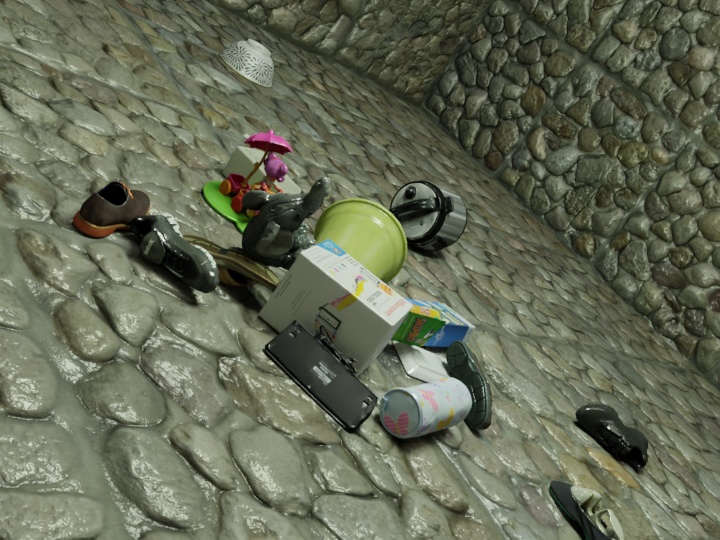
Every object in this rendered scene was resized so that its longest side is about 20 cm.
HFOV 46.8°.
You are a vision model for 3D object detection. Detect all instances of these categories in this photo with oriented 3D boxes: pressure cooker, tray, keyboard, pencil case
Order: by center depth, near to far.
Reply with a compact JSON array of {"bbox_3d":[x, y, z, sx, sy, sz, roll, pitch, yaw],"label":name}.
[{"bbox_3d":[-0.056,0.167,1.345,0.200,0.040,0.104,43,60,14],"label":"keyboard"},{"bbox_3d":[0.113,0.231,1.424,0.091,0.083,0.200,41,20,25],"label":"pencil case"},{"bbox_3d":[0.160,0.198,1.668,0.200,0.022,0.107,25,21,-29],"label":"tray"},{"bbox_3d":[0.174,-0.153,2.267,0.179,0.176,0.200,44,17,31],"label":"pressure cooker"}]

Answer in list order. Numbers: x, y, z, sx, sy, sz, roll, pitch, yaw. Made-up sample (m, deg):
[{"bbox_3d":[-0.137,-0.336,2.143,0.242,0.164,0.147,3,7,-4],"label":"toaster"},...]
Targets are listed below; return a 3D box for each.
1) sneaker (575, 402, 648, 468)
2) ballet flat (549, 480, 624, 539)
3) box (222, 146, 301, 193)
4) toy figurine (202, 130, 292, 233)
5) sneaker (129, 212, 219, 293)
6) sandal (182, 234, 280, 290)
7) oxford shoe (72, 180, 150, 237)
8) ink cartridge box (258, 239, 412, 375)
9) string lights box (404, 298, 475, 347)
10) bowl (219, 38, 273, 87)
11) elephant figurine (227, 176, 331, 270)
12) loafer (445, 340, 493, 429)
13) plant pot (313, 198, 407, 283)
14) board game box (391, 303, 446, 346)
[{"bbox_3d":[0.576,0.374,1.887,0.200,0.076,0.091,32,26,-6],"label":"sneaker"},{"bbox_3d":[0.412,0.435,1.475,0.073,0.073,0.200,21,24,-35],"label":"ballet flat"},{"bbox_3d":[-0.206,-0.184,1.851,0.200,0.078,0.095,46,22,26],"label":"box"},{"bbox_3d":[-0.203,-0.187,1.691,0.150,0.184,0.200,6,38,-46],"label":"toy figurine"},{"bbox_3d":[-0.310,-0.028,1.350,0.200,0.067,0.090,43,23,31],"label":"sneaker"},{"bbox_3d":[-0.232,-0.005,1.449,0.200,0.054,0.080,21,14,2],"label":"sandal"},{"bbox_3d":[-0.394,-0.111,1.379,0.071,0.073,0.200,35,19,-1],"label":"oxford shoe"},{"bbox_3d":[-0.039,0.070,1.446,0.200,0.145,0.147,38,19,7],"label":"ink cartridge box"},{"bbox_3d":[0.145,0.112,1.767,0.103,0.059,0.200,38,17,34],"label":"string lights box"},{"bbox_3d":[-0.358,-0.706,2.770,0.201,0.094,0.201,32,20,-13],"label":"bowl"},{"bbox_3d":[-0.146,-0.091,1.474,0.141,0.155,0.200,32,-21,12],"label":"elephant figurine"},{"bbox_3d":[0.224,0.223,1.614,0.063,0.072,0.200,27,34,-36],"label":"loafer"},{"bbox_3d":[-0.027,-0.018,1.639,0.200,0.200,0.184,36,30,0],"label":"plant pot"},{"bbox_3d":[0.059,0.094,1.590,0.200,0.096,0.030,18,45,-26],"label":"board game box"}]
